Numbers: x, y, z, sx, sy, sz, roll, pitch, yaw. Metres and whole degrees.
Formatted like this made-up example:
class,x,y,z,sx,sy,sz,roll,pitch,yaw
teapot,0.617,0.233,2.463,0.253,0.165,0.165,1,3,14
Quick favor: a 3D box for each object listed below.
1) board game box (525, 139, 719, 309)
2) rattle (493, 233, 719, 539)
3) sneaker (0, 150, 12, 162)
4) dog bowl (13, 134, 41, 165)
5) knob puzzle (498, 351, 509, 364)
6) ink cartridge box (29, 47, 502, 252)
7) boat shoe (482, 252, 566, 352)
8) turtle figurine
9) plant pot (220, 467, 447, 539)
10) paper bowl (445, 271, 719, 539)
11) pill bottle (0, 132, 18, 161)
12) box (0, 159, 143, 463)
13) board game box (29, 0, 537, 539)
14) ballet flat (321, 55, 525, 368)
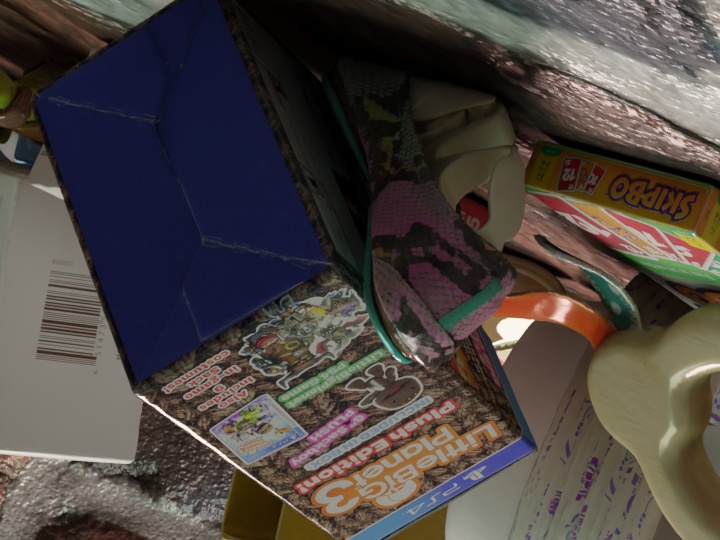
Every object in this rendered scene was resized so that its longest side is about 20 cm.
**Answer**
class,x,y,z,sx,sy,sz,roll,pitch,yaw
board game box,0.160,0.001,1.190,0.095,0.030,0.200,18,173,43
rattle,0.172,0.040,1.213,0.200,0.143,0.131,35,148,34
sneaker,-0.289,-0.062,1.733,0.200,0.115,0.075,47,175,12
dog bowl,-0.160,-0.064,1.732,0.111,0.050,0.200,24,173,3
knob puzzle,0.055,0.067,1.836,0.219,0.031,0.220,15,141,12
ink cartridge box,-0.047,-0.035,1.401,0.199,0.083,0.146,27,173,-25
boat shoe,0.018,0.037,1.530,0.199,0.065,0.071,-7,135,24
turtle figurine,-0.166,-0.086,1.504,0.199,0.065,0.161,14,-175,43
plant pot,0.021,0.121,2.010,0.176,0.201,0.200,14,176,-13
paper bowl,0.112,0.096,1.343,0.104,0.201,0.201,23,173,15
pill bottle,-0.221,-0.027,1.982,0.111,0.111,0.200,18,170,47
box,-0.208,0.014,1.574,0.106,0.153,0.200,8,-176,-35
board game box,-0.030,0.002,1.169,0.200,0.097,0.160,43,-160,-53
ballet flat,0.031,-0.034,1.097,0.069,0.071,0.200,58,-169,-29
